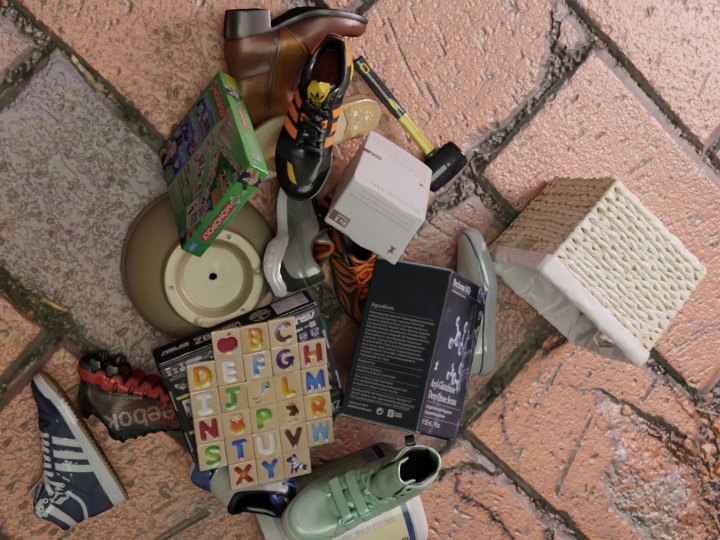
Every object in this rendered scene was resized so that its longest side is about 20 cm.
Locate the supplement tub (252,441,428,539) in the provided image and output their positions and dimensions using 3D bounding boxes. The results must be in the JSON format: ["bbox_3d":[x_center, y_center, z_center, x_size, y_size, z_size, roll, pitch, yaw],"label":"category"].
[{"bbox_3d":[-0.028,0.320,1.611,0.199,0.145,0.145,-20,103,-11],"label":"supplement tub"}]

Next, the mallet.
[{"bbox_3d":[0.065,-0.199,1.614,0.066,0.041,0.200,-34,101,-8],"label":"mallet"}]

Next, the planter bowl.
[{"bbox_3d":[-0.188,0.000,1.525,0.199,0.135,0.201,-2,99,-14],"label":"planter bowl"}]

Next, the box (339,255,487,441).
[{"bbox_3d":[0.069,0.100,1.551,0.107,0.148,0.201,10,84,24],"label":"box"}]

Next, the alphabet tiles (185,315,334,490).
[{"bbox_3d":[-0.115,0.157,1.463,0.166,0.006,0.201,-10,107,-15],"label":"alphabet tiles"}]

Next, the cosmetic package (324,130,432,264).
[{"bbox_3d":[0.026,-0.092,1.515,0.101,0.200,0.074,31,110,-8],"label":"cosmetic package"}]

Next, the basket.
[{"bbox_3d":[0.300,-0.007,1.623,0.200,0.198,0.161,41,83,-16],"label":"basket"}]

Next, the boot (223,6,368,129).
[{"bbox_3d":[-0.078,-0.225,1.557,0.188,0.068,0.201,-9,107,-26],"label":"boot"}]

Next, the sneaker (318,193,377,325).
[{"bbox_3d":[0.000,0.000,1.585,0.077,0.112,0.200,-29,104,-9],"label":"sneaker"}]

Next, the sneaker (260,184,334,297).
[{"bbox_3d":[-0.066,-0.048,1.533,0.079,0.201,0.074,-7,136,14],"label":"sneaker"}]

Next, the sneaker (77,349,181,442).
[{"bbox_3d":[-0.262,0.173,1.553,0.200,0.071,0.098,18,103,1],"label":"sneaker"}]

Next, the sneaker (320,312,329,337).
[{"bbox_3d":[-0.108,0.136,1.595,0.077,0.080,0.200,41,86,-17],"label":"sneaker"}]

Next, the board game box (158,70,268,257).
[{"bbox_3d":[-0.175,-0.127,1.456,0.029,0.200,0.135,26,117,-34],"label":"board game box"}]

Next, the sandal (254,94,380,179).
[{"bbox_3d":[-0.053,-0.157,1.540,0.211,0.070,0.078,-26,130,-24],"label":"sandal"}]

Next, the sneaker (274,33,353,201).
[{"bbox_3d":[-0.057,-0.185,1.471,0.070,0.090,0.201,14,78,2],"label":"sneaker"}]

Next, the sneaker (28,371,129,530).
[{"bbox_3d":[-0.379,0.230,1.542,0.108,0.070,0.200,-31,109,-10],"label":"sneaker"}]

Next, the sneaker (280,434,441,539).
[{"bbox_3d":[0.002,0.257,1.485,0.200,0.118,0.074,-21,73,-20],"label":"sneaker"}]

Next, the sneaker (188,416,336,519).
[{"bbox_3d":[-0.101,0.244,1.554,0.199,0.115,0.081,-31,147,-21],"label":"sneaker"}]

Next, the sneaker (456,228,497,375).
[{"bbox_3d":[0.137,0.046,1.649,0.071,0.073,0.201,-8,101,-18],"label":"sneaker"}]

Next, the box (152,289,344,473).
[{"bbox_3d":[-0.128,0.132,1.490,0.199,0.049,0.162,-23,117,-12],"label":"box"}]
